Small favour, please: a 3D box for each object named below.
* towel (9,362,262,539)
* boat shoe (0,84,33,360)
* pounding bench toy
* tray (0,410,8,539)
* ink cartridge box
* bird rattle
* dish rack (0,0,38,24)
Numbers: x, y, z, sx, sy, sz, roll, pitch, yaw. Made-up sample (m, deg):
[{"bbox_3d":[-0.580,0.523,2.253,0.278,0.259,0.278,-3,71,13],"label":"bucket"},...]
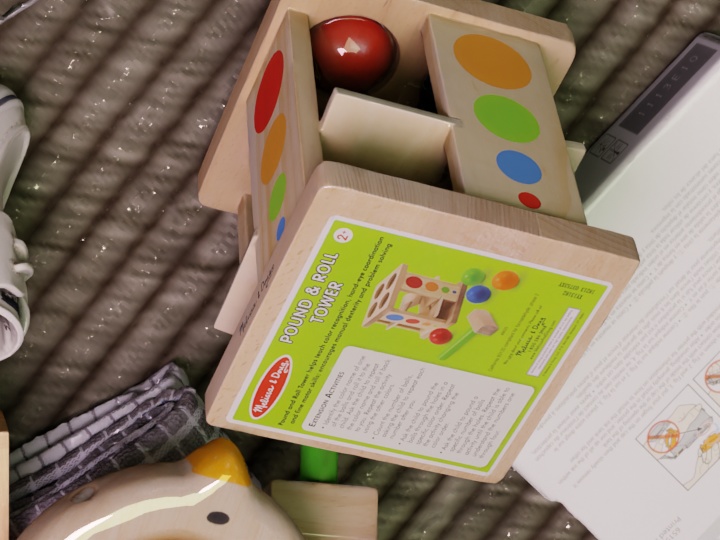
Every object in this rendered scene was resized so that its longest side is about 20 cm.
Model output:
[{"bbox_3d":[-0.116,0.161,0.849,0.200,0.086,0.166,-33,110,-3],"label":"towel"},{"bbox_3d":[-0.154,0.009,0.746,0.065,0.200,0.072,17,135,2],"label":"boat shoe"},{"bbox_3d":[0.000,0.000,0.807,0.124,0.156,0.200,13,130,-19],"label":"pounding bench toy"},{"bbox_3d":[-0.234,0.107,0.751,0.199,0.037,0.099,-1,102,-14],"label":"tray"},{"bbox_3d":[0.147,0.025,0.902,0.200,0.044,0.174,-46,112,1],"label":"ink cartridge box"},{"bbox_3d":[-0.075,0.151,0.766,0.199,0.113,0.164,-24,110,4],"label":"bird rattle"},{"bbox_3d":[-0.182,-0.137,0.741,0.199,0.055,0.154,-29,111,12],"label":"dish rack"}]
